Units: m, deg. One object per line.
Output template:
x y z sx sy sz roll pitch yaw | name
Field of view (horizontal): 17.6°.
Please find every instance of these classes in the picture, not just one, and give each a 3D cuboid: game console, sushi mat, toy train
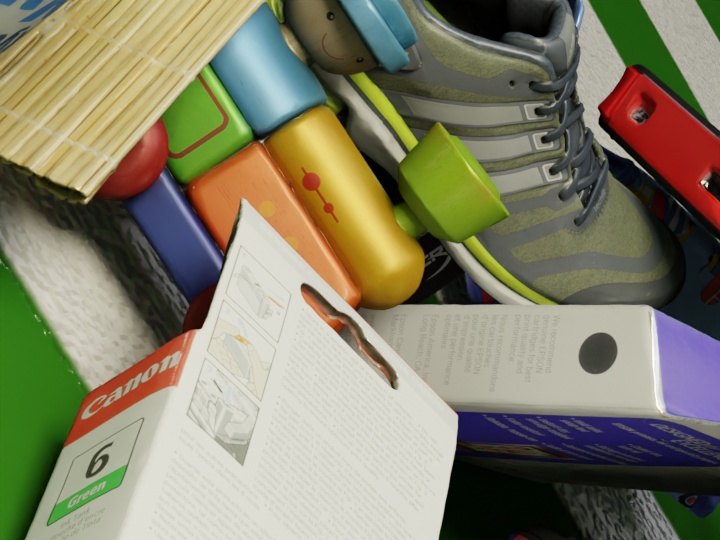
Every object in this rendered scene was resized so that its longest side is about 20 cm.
0.177 0.010 0.869 0.177 0.031 0.200 39 9 -31 | game console
-0.071 -0.103 0.727 0.096 0.012 0.200 30 54 11 | sushi mat
0.000 0.000 0.748 0.200 0.116 0.085 57 4 3 | toy train

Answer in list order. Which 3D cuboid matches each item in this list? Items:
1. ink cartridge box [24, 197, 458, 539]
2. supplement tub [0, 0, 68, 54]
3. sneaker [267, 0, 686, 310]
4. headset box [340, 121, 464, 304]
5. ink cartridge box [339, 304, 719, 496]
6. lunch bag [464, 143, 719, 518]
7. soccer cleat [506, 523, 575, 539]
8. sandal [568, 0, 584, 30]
-0.034 0.081 0.647 0.109 0.050 0.200 46 31 -22 | ink cartridge box
-0.117 -0.118 0.587 0.132 0.200 0.132 43 25 -26 | supplement tub
0.053 -0.053 0.817 0.200 0.081 0.074 40 43 -25 | sneaker
-0.020 -0.096 0.914 0.200 0.075 0.149 50 24 -13 | headset box
0.104 0.051 0.822 0.198 0.200 0.044 22 74 -54 | ink cartridge box
0.104 -0.006 1.046 0.151 0.094 0.200 41 8 -26 | lunch bag
0.075 0.160 0.778 0.200 0.073 0.068 57 -10 51 | soccer cleat
0.041 -0.147 0.933 0.200 0.079 0.087 -110 -167 -51 | sandal
